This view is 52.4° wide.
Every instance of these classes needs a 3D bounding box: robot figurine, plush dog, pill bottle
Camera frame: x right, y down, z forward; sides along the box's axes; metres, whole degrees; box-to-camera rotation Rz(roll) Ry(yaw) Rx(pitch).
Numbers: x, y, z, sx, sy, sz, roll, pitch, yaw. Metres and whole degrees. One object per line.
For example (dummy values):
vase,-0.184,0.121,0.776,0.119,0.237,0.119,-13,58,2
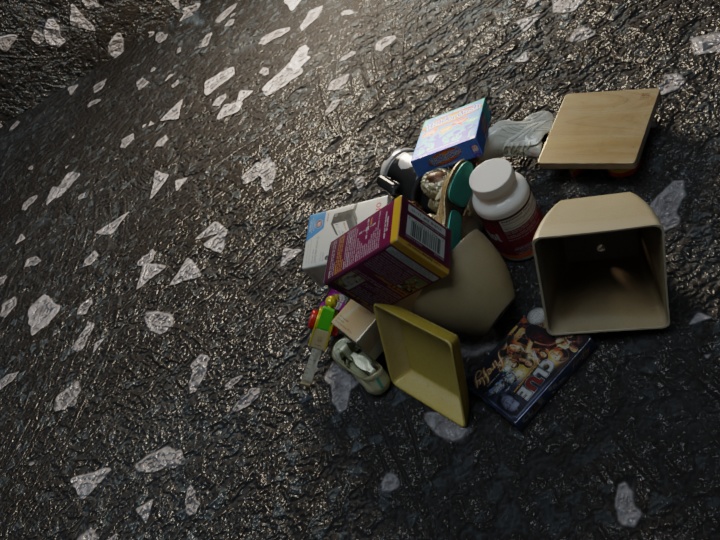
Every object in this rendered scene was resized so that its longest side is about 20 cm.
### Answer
robot figurine,0.130,-0.204,1.659,0.125,0.150,0.200,-55,43,4
plush dog,0.171,-0.088,1.536,0.171,0.160,0.201,-31,60,36
pill bottle,0.286,-0.119,1.421,0.112,0.200,0.114,-19,45,20

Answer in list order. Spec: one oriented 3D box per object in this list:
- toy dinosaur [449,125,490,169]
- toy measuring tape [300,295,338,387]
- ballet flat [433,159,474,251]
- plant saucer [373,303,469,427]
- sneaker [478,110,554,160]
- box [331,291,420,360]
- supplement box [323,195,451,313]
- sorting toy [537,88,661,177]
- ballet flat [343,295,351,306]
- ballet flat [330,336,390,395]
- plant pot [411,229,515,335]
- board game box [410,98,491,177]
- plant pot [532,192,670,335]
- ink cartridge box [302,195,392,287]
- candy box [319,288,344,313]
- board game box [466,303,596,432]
toy dinosaur,0.221,-0.274,1.684,0.199,0.086,0.136,22,67,42
toy measuring tape,-0.085,0.144,1.530,0.073,0.073,0.201,33,111,47
ballet flat,0.167,-0.119,1.402,0.065,0.070,0.201,-5,63,49
plant saucer,0.120,0.159,1.320,0.048,0.201,0.199,-34,37,-27
sneaker,0.349,-0.278,1.587,0.199,0.078,0.100,-22,52,-5
box,0.049,0.063,1.431,0.200,0.078,0.095,-50,43,-8
supplement box,0.049,-0.023,1.308,0.199,0.131,0.104,-30,40,40
sorting toy,0.496,-0.273,1.505,0.199,0.070,0.200,7,59,38
ballet flat,0.000,0.000,1.467,0.072,0.072,0.202,48,129,48
ballet flat,-0.010,0.176,1.476,0.070,0.070,0.200,-46,42,-8
plant pot,0.209,0.044,1.369,0.134,0.200,0.200,40,80,13
board game box,0.199,-0.289,1.583,0.151,0.045,0.200,-17,29,26
plant pot,0.410,-0.027,1.257,0.198,0.201,0.177,-6,32,19
ink cartridge box,-0.014,-0.061,1.570,0.199,0.084,0.146,-12,54,26
candy box,0.026,0.059,1.554,0.199,0.061,0.137,13,64,42
board game box,0.297,0.167,1.290,0.200,0.035,0.135,-46,43,-8
